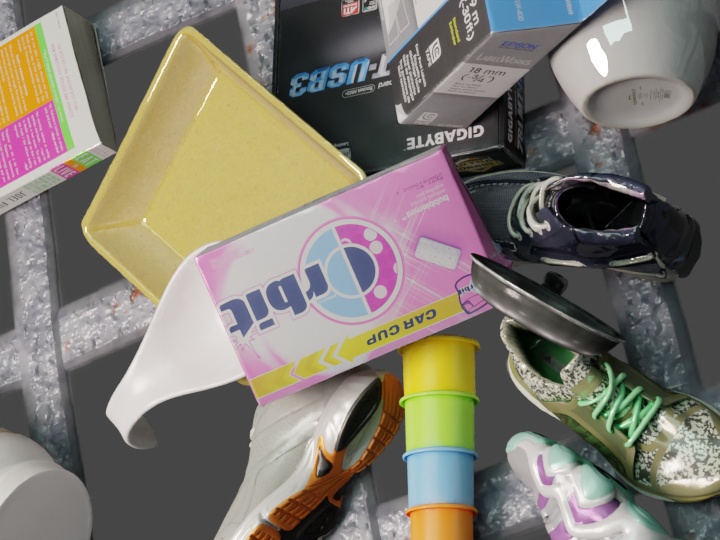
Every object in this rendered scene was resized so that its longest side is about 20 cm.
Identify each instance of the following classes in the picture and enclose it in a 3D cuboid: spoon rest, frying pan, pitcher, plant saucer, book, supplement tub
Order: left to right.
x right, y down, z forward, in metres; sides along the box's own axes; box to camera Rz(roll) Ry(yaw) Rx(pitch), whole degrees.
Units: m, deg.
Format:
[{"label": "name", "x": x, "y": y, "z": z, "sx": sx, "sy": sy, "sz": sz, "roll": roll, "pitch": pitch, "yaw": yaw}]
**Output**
[{"label": "supplement tub", "x": -0.319, "y": 0.180, "z": 1.573, "sx": 0.199, "sy": 0.145, "sz": 0.145, "roll": 18, "pitch": 82, "yaw": 33}, {"label": "book", "x": -0.305, "y": -0.118, "z": 1.734, "sx": 0.199, "sy": 0.048, "sz": 0.134, "roll": -25, "pitch": 64, "yaw": 21}, {"label": "spoon rest", "x": -0.127, "y": 0.062, "z": 1.519, "sx": 0.099, "sy": 0.061, "sz": 0.200, "roll": 50, "pitch": 121, "yaw": 16}, {"label": "plant saucer", "x": -0.095, "y": -0.050, "z": 1.544, "sx": 0.200, "sy": 0.048, "sz": 0.200, "roll": 41, "pitch": 118, "yaw": 21}, {"label": "frying pan", "x": 0.110, "y": 0.014, "z": 1.359, "sx": 0.031, "sy": 0.115, "sz": 0.190, "roll": -61, "pitch": 17, "yaw": 6}, {"label": "pitcher", "x": 0.181, "y": -0.216, "z": 1.420, "sx": 0.121, "sy": 0.172, "sz": 0.201, "roll": -7, "pitch": 67, "yaw": 10}]

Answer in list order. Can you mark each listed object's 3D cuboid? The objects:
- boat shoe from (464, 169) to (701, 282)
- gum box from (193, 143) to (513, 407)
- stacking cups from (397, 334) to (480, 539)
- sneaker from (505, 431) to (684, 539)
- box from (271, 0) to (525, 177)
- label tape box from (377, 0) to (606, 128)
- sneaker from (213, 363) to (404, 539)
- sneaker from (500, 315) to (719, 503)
[{"label": "boat shoe", "x": 0.132, "y": -0.043, "z": 1.430, "sx": 0.199, "sy": 0.093, "sz": 0.075, "roll": 7, "pitch": 76, "yaw": 31}, {"label": "gum box", "x": 0.000, "y": 0.000, "z": 1.426, "sx": 0.199, "sy": 0.066, "sz": 0.114, "roll": -23, "pitch": 95, "yaw": 7}, {"label": "stacking cups", "x": 0.061, "y": 0.148, "z": 1.428, "sx": 0.060, "sy": 0.060, "sz": 0.201, "roll": -12, "pitch": 71, "yaw": 25}, {"label": "sneaker", "x": 0.141, "y": 0.206, "z": 1.344, "sx": 0.200, "sy": 0.078, "sz": 0.140, "roll": 38, "pitch": 92, "yaw": 34}, {"label": "box", "x": 0.027, "y": -0.161, "z": 1.561, "sx": 0.199, "sy": 0.050, "sz": 0.199, "roll": -9, "pitch": 68, "yaw": 27}, {"label": "label tape box", "x": 0.086, "y": -0.207, "z": 1.420, "sx": 0.200, "sy": 0.063, "sz": 0.145, "roll": -41, "pitch": 52, "yaw": 53}, {"label": "sneaker", "x": -0.055, "y": 0.143, "z": 1.489, "sx": 0.092, "sy": 0.076, "sz": 0.200, "roll": 33, "pitch": 83, "yaw": 41}, {"label": "sneaker", "x": 0.163, "y": 0.088, "z": 1.368, "sx": 0.200, "sy": 0.089, "sz": 0.077, "roll": 31, "pitch": 89, "yaw": 34}]
